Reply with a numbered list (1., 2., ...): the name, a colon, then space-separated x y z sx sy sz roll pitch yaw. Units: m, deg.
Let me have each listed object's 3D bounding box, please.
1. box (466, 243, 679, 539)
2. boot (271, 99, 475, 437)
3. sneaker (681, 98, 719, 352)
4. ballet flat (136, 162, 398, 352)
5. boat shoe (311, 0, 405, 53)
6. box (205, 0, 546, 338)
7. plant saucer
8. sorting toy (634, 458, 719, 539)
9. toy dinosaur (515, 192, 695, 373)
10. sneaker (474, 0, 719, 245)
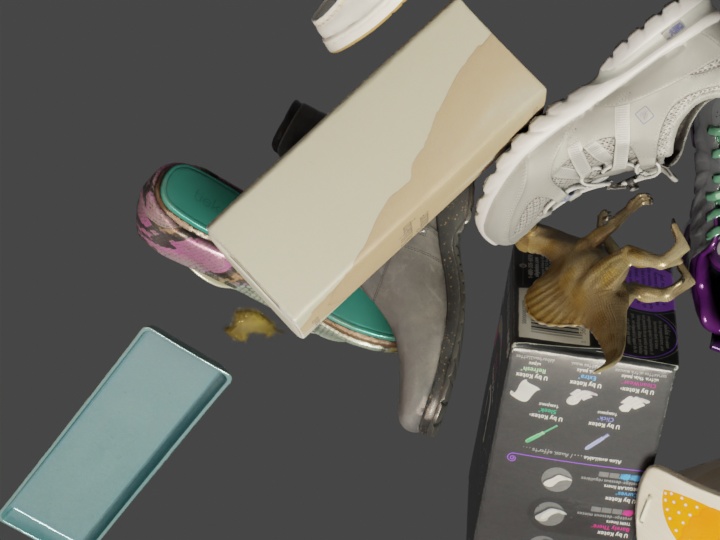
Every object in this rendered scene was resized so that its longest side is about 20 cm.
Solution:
1. box: 0.131 0.100 1.644 0.106 0.122 0.200 8 123 -1
2. boot: 0.000 0.000 1.581 0.132 0.200 0.070 5 166 1
3. sneaker: 0.234 -0.049 1.559 0.074 0.088 0.200 2 123 4
4. ballet flat: -0.052 0.000 1.635 0.200 0.069 0.071 27 147 -4
5. boat shoe: 0.027 -0.215 1.485 0.069 0.071 0.200 35 111 -15
6. box: 0.010 -0.058 1.511 0.200 0.095 0.078 -43 83 -2
7. plant saucer: -0.166 0.116 1.743 0.070 0.019 0.200 31 119 -15
8. sorting toy: 0.266 0.197 1.639 0.200 0.107 0.180 -14 127 -37
9. toy dinosaur: 0.150 0.010 1.556 0.101 0.200 0.058 -25 125 -2
10. sneaker: 0.149 -0.074 1.526 0.200 0.075 0.082 -43 84 25
